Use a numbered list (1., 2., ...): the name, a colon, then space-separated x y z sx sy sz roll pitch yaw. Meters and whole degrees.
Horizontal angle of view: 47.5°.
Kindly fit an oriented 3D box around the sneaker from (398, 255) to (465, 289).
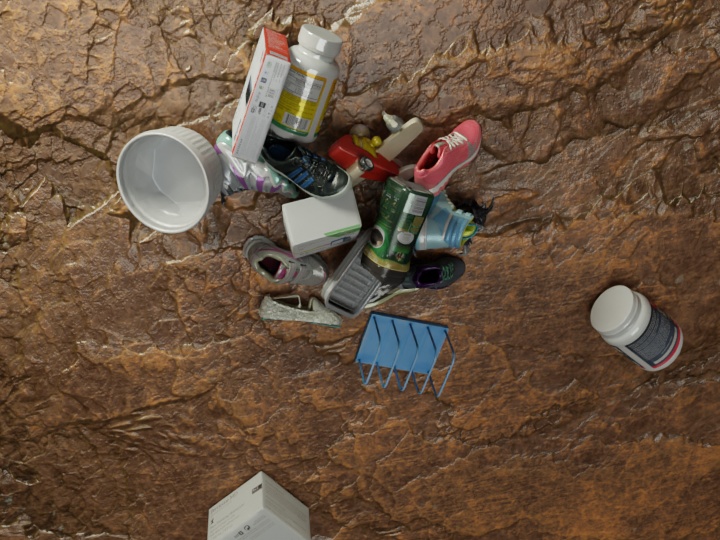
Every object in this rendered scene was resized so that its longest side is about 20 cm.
1. sneaker: 0.173 0.013 1.801 0.198 0.087 0.076 -12 101 -35

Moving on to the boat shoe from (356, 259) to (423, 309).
1. boat shoe: 0.057 0.028 1.846 0.197 0.073 0.066 -22 117 -7

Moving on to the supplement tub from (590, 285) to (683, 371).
1. supplement tub: 0.662 0.139 1.962 0.199 0.141 0.141 34 110 -25

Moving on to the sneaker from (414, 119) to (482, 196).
1. sneaker: 0.179 -0.240 1.657 0.201 0.073 0.087 -50 150 -13

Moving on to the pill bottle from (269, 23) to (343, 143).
1. pill bottle: -0.105 -0.358 1.565 0.111 0.113 0.202 14 117 -17

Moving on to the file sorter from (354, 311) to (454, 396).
1. file sorter: 0.106 0.204 1.921 0.197 0.123 0.140 11 119 -16

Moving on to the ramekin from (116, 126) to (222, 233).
1. ramekin: -0.364 -0.184 1.598 0.197 0.105 0.203 6 115 14

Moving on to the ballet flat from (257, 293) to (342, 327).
1. ballet flat: -0.132 0.088 1.851 0.197 0.072 0.073 7 119 -13

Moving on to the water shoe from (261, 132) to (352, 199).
1. water shoe: -0.110 -0.196 1.548 0.198 0.079 0.072 24 78 18

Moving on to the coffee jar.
1. coffee jar: 0.070 -0.076 1.617 0.084 0.104 0.203 9 108 -32

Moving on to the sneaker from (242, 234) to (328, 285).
1. sneaker: -0.161 -0.004 1.776 0.197 0.089 0.082 16 117 -18

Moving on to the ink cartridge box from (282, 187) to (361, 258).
1. ink cartridge box: -0.080 -0.094 1.662 0.143 0.200 0.089 -16 87 -6

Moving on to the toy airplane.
1. toy airplane: 0.024 -0.234 1.661 0.197 0.143 0.200 -18 160 -8

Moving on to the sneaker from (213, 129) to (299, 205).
1. sneaker: -0.234 -0.179 1.676 0.199 0.078 0.140 36 111 -15

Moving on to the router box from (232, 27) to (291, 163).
1. router box: -0.188 -0.329 1.530 0.048 0.180 0.202 15 116 -17

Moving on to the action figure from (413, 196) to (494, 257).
1. action figure: 0.205 -0.092 1.774 0.197 0.119 0.103 -17 111 12

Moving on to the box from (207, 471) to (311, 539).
1. box: -0.262 0.669 2.127 0.198 0.131 0.200 -38 118 13

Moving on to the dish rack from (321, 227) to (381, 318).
1. dish rack: 0.000 0.000 1.743 0.201 0.043 0.171 -54 152 3

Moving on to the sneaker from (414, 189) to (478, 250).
1. sneaker: 0.182 -0.124 1.696 0.128 0.202 0.080 4 149 7
